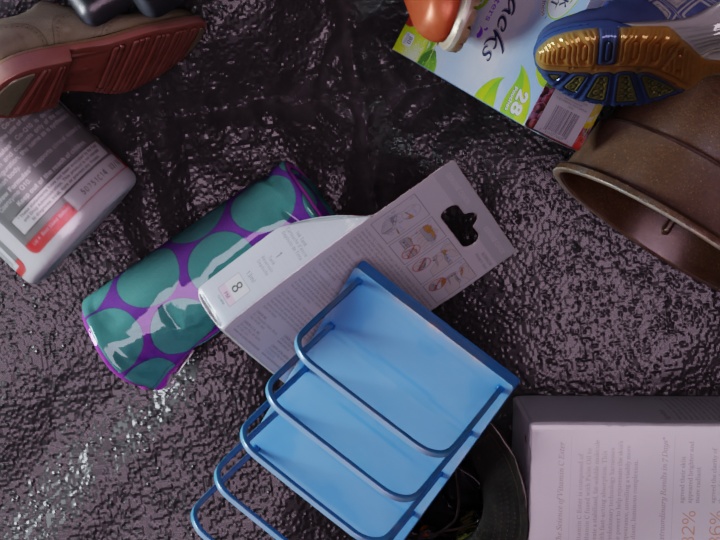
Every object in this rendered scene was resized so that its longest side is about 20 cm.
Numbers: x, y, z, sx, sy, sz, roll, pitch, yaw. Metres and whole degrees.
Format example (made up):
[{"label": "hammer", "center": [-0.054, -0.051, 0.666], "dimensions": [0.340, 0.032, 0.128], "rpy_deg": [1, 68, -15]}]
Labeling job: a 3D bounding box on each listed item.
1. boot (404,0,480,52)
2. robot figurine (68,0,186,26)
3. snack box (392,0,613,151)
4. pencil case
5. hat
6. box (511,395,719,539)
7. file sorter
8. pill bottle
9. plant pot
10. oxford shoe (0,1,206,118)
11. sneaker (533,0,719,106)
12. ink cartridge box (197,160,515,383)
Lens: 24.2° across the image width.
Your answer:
[{"label": "boot", "center": [0.020, -0.231, 1.182], "dimensions": [0.107, 0.200, 0.075], "rpy_deg": [3, 137, -24]}, {"label": "robot figurine", "center": [-0.127, -0.253, 1.160], "dimensions": [0.200, 0.150, 0.125], "rpy_deg": [-33, 105, -4]}, {"label": "snack box", "center": [0.133, -0.210, 1.191], "dimensions": [0.068, 0.169, 0.200], "rpy_deg": [18, 104, -41]}, {"label": "pencil case", "center": [-0.107, 0.006, 1.262], "dimensions": [0.200, 0.085, 0.092], "rpy_deg": [-35, 93, 3]}, {"label": "hat", "center": [0.061, 0.143, 1.273], "dimensions": [0.200, 0.081, 0.201], "rpy_deg": [17, 119, 33]}, {"label": "box", "center": [0.217, 0.178, 1.275], "dimensions": [0.200, 0.106, 0.153], "rpy_deg": [1, 97, -1]}, {"label": "file sorter", "center": [-0.013, 0.126, 1.175], "dimensions": [0.139, 0.123, 0.200], "rpy_deg": [38, 126, 9]}, {"label": "pill bottle", "center": [-0.273, -0.097, 1.234], "dimensions": [0.200, 0.114, 0.114], "rpy_deg": [45, 95, -5]}, {"label": "plant pot", "center": [0.274, -0.102, 1.206], "dimensions": [0.200, 0.200, 0.198], "rpy_deg": [32, 89, -4]}, {"label": "oxford shoe", "center": [-0.198, -0.170, 1.211], "dimensions": [0.074, 0.200, 0.071], "rpy_deg": [53, 133, 17]}, {"label": "sneaker", "center": [0.207, -0.168, 1.114], "dimensions": [0.200, 0.075, 0.088], "rpy_deg": [-7, 60, -7]}, {"label": "ink cartridge box", "center": [0.000, 0.000, 1.228], "dimensions": [0.200, 0.163, 0.057], "rpy_deg": [-40, 58, 2]}]
